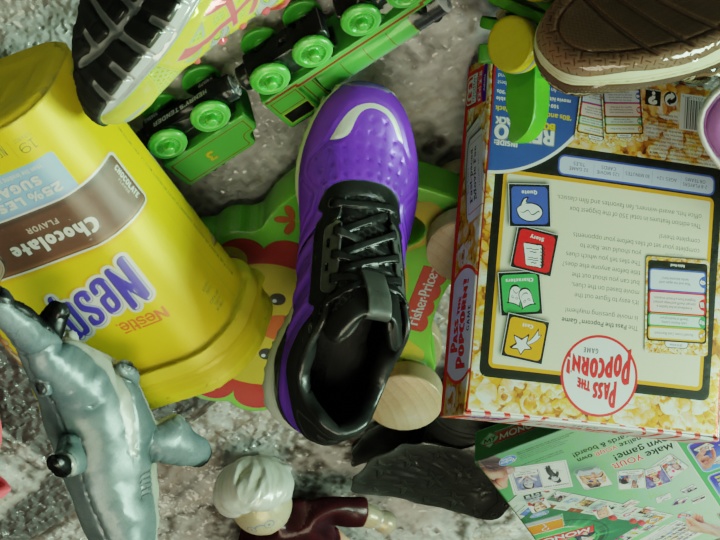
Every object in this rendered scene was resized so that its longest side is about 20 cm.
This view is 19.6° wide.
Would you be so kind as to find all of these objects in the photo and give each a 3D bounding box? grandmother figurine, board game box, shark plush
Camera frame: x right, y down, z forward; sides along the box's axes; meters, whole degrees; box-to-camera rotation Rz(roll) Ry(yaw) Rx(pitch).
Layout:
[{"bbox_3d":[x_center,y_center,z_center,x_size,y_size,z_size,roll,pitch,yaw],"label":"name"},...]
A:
[{"bbox_3d":[-0.033,0.188,1.403,0.121,0.061,0.200,-32,132,9],"label":"grandmother figurine"},{"bbox_3d":[0.189,0.119,1.297,0.200,0.029,0.135,-22,126,21],"label":"board game box"},{"bbox_3d":[-0.142,0.084,1.118,0.091,0.083,0.200,3,135,13],"label":"shark plush"},{"bbox_3d":[0.129,-0.010,1.162,0.151,0.200,0.046,8,172,-14],"label":"board game box"}]

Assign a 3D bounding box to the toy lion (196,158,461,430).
[{"bbox_3d":[-0.028,0.009,1.244,0.191,0.069,0.200,14,129,-10],"label":"toy lion"}]

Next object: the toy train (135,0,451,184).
[{"bbox_3d":[-0.035,-0.112,1.141,0.200,0.042,0.056,-30,139,19],"label":"toy train"}]

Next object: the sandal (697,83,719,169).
[{"bbox_3d":[0.271,-0.040,1.106,0.203,0.050,0.082,33,110,-11],"label":"sandal"}]

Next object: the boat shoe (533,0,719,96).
[{"bbox_3d":[0.177,-0.124,1.101,0.202,0.075,0.075,-20,147,-23],"label":"boat shoe"}]

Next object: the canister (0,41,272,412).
[{"bbox_3d":[-0.163,-0.017,1.150,0.148,0.087,0.200,-17,126,28],"label":"canister"}]

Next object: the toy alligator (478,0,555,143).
[{"bbox_3d":[0.101,-0.167,1.099,0.059,0.054,0.200,-5,117,-50],"label":"toy alligator"}]

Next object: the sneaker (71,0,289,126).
[{"bbox_3d":[-0.067,-0.148,1.056,0.090,0.078,0.200,28,106,-43],"label":"sneaker"}]

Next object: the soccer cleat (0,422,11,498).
[{"bbox_3d":[-0.255,0.078,1.276,0.076,0.067,0.200,-23,134,-31],"label":"soccer cleat"}]

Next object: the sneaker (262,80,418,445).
[{"bbox_3d":[0.001,0.000,1.120,0.069,0.100,0.200,7,97,-15],"label":"sneaker"}]

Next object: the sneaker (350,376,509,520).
[{"bbox_3d":[0.100,0.120,1.361,0.200,0.060,0.104,11,129,-11],"label":"sneaker"}]
